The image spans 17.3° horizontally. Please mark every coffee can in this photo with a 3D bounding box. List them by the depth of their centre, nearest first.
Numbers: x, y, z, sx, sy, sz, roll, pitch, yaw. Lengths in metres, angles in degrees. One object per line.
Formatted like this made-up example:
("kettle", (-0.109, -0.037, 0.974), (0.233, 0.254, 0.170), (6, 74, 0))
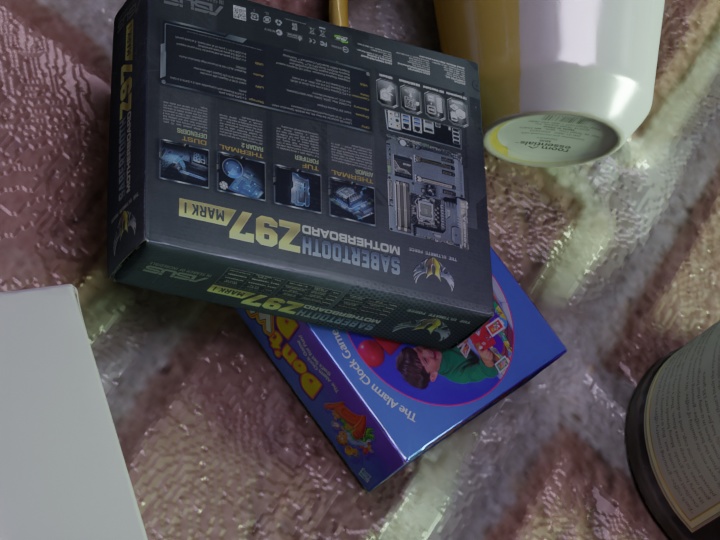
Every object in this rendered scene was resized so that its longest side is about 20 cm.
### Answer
("coffee can", (0.258, 0.068, 1.280), (0.146, 0.200, 0.146), (13, 59, -23))

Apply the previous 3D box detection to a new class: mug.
("mug", (0.093, -0.141, 1.365), (0.149, 0.186, 0.153), (30, 55, -54))

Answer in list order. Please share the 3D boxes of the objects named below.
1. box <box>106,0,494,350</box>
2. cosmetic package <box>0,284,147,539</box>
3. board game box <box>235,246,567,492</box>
("box", (-0.030, -0.054, 1.219), (0.200, 0.051, 0.158), (11, 59, -25))
("cosmetic package", (-0.164, 0.115, 1.085), (0.108, 0.085, 0.200), (-5, 66, -32))
("board game box", (0.000, 0.000, 1.268), (0.134, 0.045, 0.200), (-31, 82, -38))
